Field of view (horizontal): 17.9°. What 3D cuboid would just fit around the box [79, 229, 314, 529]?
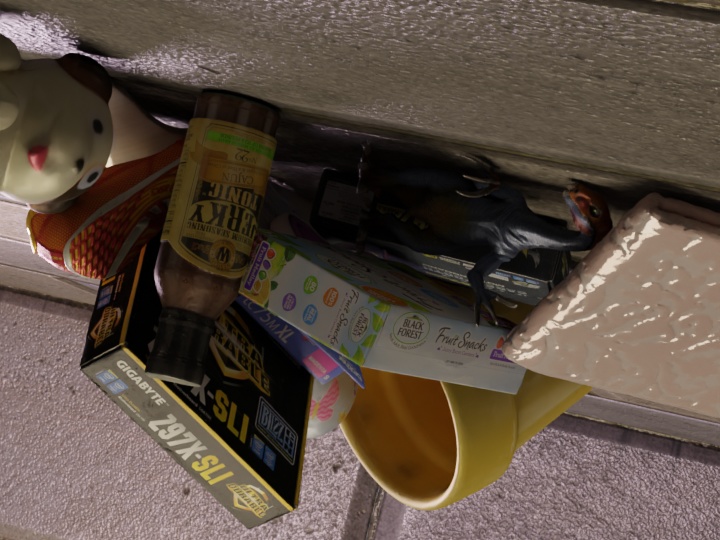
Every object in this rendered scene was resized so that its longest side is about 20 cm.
[{"bbox_3d":[-0.115,0.070,1.682,0.049,0.160,0.200,-25,124,27],"label":"box"}]

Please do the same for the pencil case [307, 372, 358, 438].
[{"bbox_3d":[-0.074,0.068,1.897,0.091,0.083,0.200,-28,145,7],"label":"pencil case"}]

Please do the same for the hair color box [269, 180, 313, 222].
[{"bbox_3d":[-0.061,-0.008,1.997,0.061,0.102,0.200,-15,161,24],"label":"hair color box"}]

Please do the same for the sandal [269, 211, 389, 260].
[{"bbox_3d":[0.003,0.006,1.784,0.050,0.083,0.203,-34,148,16],"label":"sandal"}]

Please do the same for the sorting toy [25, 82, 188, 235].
[{"bbox_3d":[-0.213,-0.101,1.713,0.200,0.107,0.180,11,154,26],"label":"sorting toy"}]

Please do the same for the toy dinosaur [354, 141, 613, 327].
[{"bbox_3d":[0.088,-0.050,1.626,0.181,0.105,0.200,5,-153,4],"label":"toy dinosaur"}]

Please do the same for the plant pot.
[{"bbox_3d":[0.098,0.081,1.986,0.189,0.201,0.201,-24,-165,-30],"label":"plant pot"}]

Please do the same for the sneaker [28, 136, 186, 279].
[{"bbox_3d":[-0.152,-0.062,1.641,0.200,0.073,0.077,-28,-142,-37],"label":"sneaker"}]

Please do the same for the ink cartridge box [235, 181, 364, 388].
[{"bbox_3d":[-0.061,0.005,1.763,0.119,0.042,0.200,46,-165,-37],"label":"ink cartridge box"}]

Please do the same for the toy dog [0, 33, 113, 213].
[{"bbox_3d":[-0.266,-0.101,1.537,0.200,0.140,0.194,16,-174,-11],"label":"toy dog"}]

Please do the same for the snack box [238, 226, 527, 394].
[{"bbox_3d":[0.019,0.030,1.643,0.142,0.053,0.200,28,-171,36],"label":"snack box"}]

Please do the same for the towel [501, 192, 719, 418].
[{"bbox_3d":[0.227,0.027,1.597,0.191,0.032,0.200,15,141,-22],"label":"towel"}]

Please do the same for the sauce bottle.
[{"bbox_3d":[-0.105,-0.020,1.578,0.065,0.200,0.065,12,174,1],"label":"sauce bottle"}]

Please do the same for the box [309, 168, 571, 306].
[{"bbox_3d":[0.068,-0.023,1.842,0.200,0.051,0.158,15,174,8],"label":"box"}]
